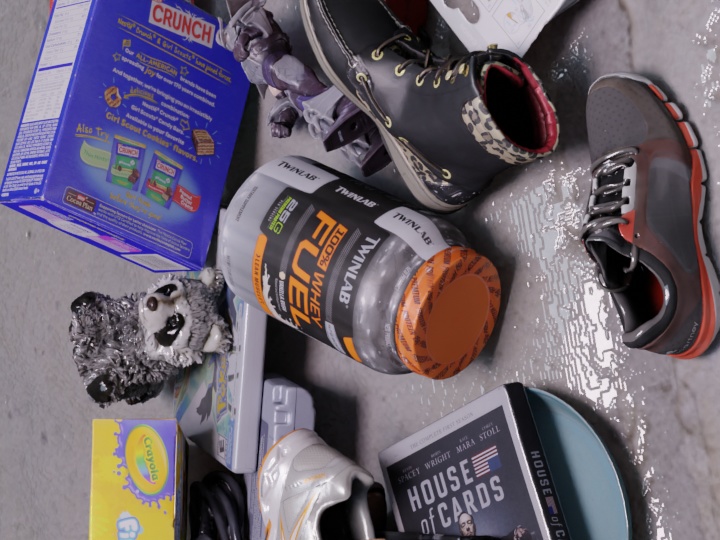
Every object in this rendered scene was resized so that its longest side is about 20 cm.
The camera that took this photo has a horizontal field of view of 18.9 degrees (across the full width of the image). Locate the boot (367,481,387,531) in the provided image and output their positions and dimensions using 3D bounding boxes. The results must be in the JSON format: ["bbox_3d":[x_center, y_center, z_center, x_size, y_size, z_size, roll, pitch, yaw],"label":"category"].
[{"bbox_3d":[0.032,0.286,1.624,0.200,0.064,0.188,47,136,40],"label":"boot"}]

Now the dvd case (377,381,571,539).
[{"bbox_3d":[0.091,0.200,1.545,0.150,0.025,0.202,-33,68,44],"label":"dvd case"}]

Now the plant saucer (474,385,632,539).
[{"bbox_3d":[0.124,0.183,1.544,0.199,0.027,0.202,3,94,49],"label":"plant saucer"}]

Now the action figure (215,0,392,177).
[{"bbox_3d":[-0.054,-0.148,1.677,0.069,0.130,0.200,-45,51,-8],"label":"action figure"}]

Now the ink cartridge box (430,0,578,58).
[{"bbox_3d":[0.118,-0.253,1.517,0.163,0.050,0.200,54,133,23],"label":"ink cartridge box"}]

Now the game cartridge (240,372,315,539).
[{"bbox_3d":[-0.068,0.185,1.712,0.133,0.040,0.202,-166,80,-74],"label":"game cartridge"}]

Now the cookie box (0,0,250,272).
[{"bbox_3d":[-0.183,-0.121,1.734,0.075,0.170,0.202,-1,70,47],"label":"cookie box"}]

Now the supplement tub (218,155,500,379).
[{"bbox_3d":[0.000,0.000,1.599,0.199,0.122,0.124,25,109,38],"label":"supplement tub"}]

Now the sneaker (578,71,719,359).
[{"bbox_3d":[0.182,-0.040,1.430,0.077,0.081,0.202,-30,69,44],"label":"sneaker"}]

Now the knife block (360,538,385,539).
[{"bbox_3d":[-0.008,0.306,1.579,0.200,0.175,0.064,-38,40,14],"label":"knife block"}]

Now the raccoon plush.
[{"bbox_3d":[-0.155,0.050,1.781,0.133,0.200,0.098,-16,86,9],"label":"raccoon plush"}]

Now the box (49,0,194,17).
[{"bbox_3d":[-0.205,-0.178,1.841,0.094,0.102,0.202,11,101,61],"label":"box"}]

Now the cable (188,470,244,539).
[{"bbox_3d":[-0.120,0.260,1.768,0.164,0.050,0.201,93,176,-53],"label":"cable"}]

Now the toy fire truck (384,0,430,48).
[{"bbox_3d":[-0.006,-0.252,1.661,0.140,0.048,0.202,10,100,48],"label":"toy fire truck"}]

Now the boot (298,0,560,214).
[{"bbox_3d":[0.050,-0.145,1.522,0.204,0.073,0.153,57,153,-6],"label":"boot"}]

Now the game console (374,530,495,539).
[{"bbox_3d":[0.041,0.290,1.504,0.115,0.176,0.202,-4,89,16],"label":"game console"}]

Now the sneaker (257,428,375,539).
[{"bbox_3d":[-0.031,0.224,1.586,0.092,0.075,0.202,20,115,45],"label":"sneaker"}]

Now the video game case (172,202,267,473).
[{"bbox_3d":[-0.115,0.049,1.769,0.182,0.022,0.202,-159,72,-68],"label":"video game case"}]

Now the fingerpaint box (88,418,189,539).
[{"bbox_3d":[-0.181,0.230,1.755,0.167,0.073,0.202,98,172,-79],"label":"fingerpaint box"}]
